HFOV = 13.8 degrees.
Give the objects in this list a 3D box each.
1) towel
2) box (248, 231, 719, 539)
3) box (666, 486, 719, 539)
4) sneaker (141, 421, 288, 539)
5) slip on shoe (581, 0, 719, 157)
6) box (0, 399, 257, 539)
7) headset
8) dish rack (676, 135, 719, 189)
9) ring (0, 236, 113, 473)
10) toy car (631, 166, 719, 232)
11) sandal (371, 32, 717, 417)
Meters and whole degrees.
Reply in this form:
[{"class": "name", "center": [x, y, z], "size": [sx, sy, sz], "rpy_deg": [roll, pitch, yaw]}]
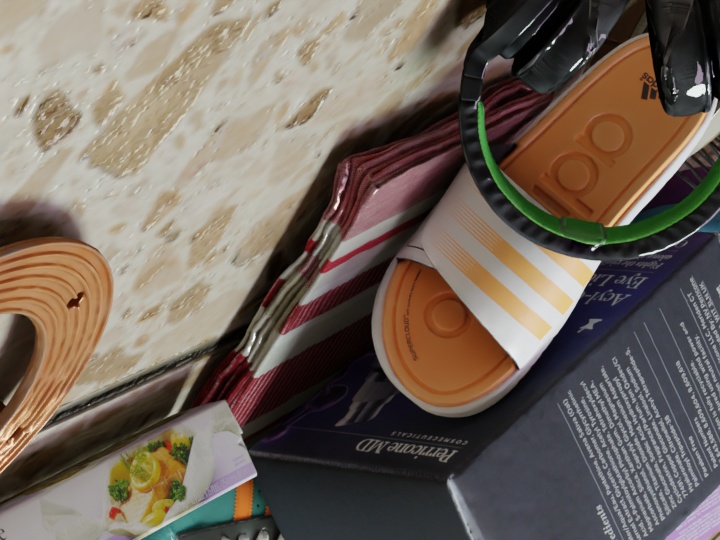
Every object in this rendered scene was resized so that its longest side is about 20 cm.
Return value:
[{"class": "towel", "center": [0.000, 0.000, 1.348], "size": [0.144, 0.023, 0.200], "rpy_deg": [-27, 158, -48]}, {"class": "box", "center": [0.075, 0.075, 1.375], "size": [0.148, 0.104, 0.200], "rpy_deg": [2, -145, 50]}, {"class": "box", "center": [0.089, 0.128, 1.465], "size": [0.200, 0.039, 0.137], "rpy_deg": [-30, -160, -29]}, {"class": "sneaker", "center": [-0.046, 0.119, 1.412], "size": [0.200, 0.080, 0.071], "rpy_deg": [-26, 155, -45]}, {"class": "slip on shoe", "center": [0.173, -0.126, 1.364], "size": [0.061, 0.076, 0.200], "rpy_deg": [-2, 128, -56]}, {"class": "box", "center": [-0.126, 0.108, 1.258], "size": [0.041, 0.039, 0.200], "rpy_deg": [-21, -176, 46]}, {"class": "headset", "center": [0.109, -0.100, 1.207], "size": [0.094, 0.123, 0.200], "rpy_deg": [-85, -174, -78]}, {"class": "dish rack", "center": [0.198, -0.098, 1.507], "size": [0.200, 0.055, 0.153], "rpy_deg": [-39, 161, -17]}, {"class": "ring", "center": [-0.173, 0.058, 1.098], "size": [0.200, 0.019, 0.200], "rpy_deg": [-40, 162, -16]}, {"class": "toy car", "center": [0.187, 0.020, 1.629], "size": [0.200, 0.175, 0.150], "rpy_deg": [28, 73, -71]}, {"class": "sandal", "center": [0.078, -0.032, 1.294], "size": [0.207, 0.079, 0.059], "rpy_deg": [-51, 166, -11]}]
